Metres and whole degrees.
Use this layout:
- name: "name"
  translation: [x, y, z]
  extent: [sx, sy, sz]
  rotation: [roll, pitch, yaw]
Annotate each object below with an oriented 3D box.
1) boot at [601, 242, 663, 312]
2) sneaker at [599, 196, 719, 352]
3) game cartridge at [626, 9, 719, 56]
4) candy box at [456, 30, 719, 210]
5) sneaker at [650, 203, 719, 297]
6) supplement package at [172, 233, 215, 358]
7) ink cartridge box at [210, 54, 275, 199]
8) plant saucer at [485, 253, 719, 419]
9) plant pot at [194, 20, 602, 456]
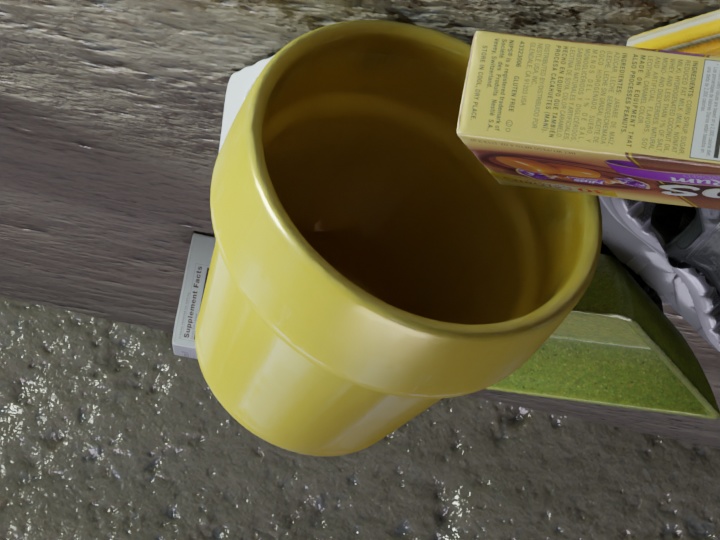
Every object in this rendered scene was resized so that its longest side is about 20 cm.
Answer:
- name: "boot"
  translation: [0.178, 0.007, 1.473]
  extent: [0.077, 0.138, 0.200]
  rotation: [-22, -178, -4]
- name: "sneaker"
  translation: [0.184, -0.022, 1.318]
  extent: [0.082, 0.075, 0.200]
  rotation: [26, 162, 50]
- name: "game cartridge"
  translation: [0.255, -0.089, 1.119]
  extent: [0.200, 0.032, 0.176]
  rotation: [15, 171, -21]
- name: "candy box"
  translation: [0.157, -0.066, 1.100]
  extent: [0.200, 0.057, 0.117]
  rotation: [9, 173, 14]
- name: "sneaker"
  translation: [0.204, -0.015, 1.241]
  extent: [0.090, 0.067, 0.200]
  rotation: [10, 151, 17]
- name: "supplement package"
  translation: [-0.074, 0.042, 2.202]
  extent: [0.200, 0.110, 0.114]
  rotation: [11, 172, -2]
- name: "ink cartridge box"
  translation: [0.024, -0.065, 1.398]
  extent: [0.200, 0.083, 0.145]
  rotation: [13, 172, -19]
- name: "plant saucer"
  translation: [0.106, 0.029, 1.407]
  extent: [0.200, 0.048, 0.200]
  rotation: [6, 163, 27]
- name: "plant pot"
  translation: [0.000, 0.000, 1.233]
  extent: [0.201, 0.201, 0.189]
  rotation: [13, 142, -19]
